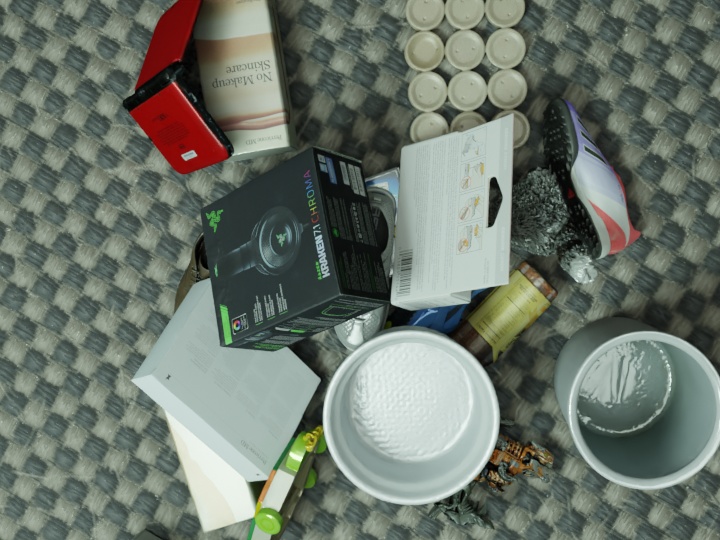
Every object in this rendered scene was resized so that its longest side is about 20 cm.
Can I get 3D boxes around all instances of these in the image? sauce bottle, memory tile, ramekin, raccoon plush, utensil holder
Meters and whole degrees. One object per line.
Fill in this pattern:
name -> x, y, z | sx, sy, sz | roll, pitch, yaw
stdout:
sauce bottle -> 0.156, 0.078, 1.232 | 0.066, 0.066, 0.200 | 44, 98, 1
memory tile -> 0.131, -0.248, 1.236 | 0.152, 0.017, 0.202 | -2, 94, 5
ramekin -> 0.058, 0.160, 1.160 | 0.199, 0.098, 0.202 | 0, 97, 2
raccoon plush -> 0.180, -0.045, 1.169 | 0.133, 0.200, 0.097 | -21, 118, 5
utensil holder -> 0.311, 0.143, 1.154 | 0.168, 0.200, 0.172 | 0, 94, 4

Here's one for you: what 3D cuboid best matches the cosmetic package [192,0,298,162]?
cosmetic package -> -0.143, -0.241, 1.223 | 0.102, 0.087, 0.202 | -10, 93, 4

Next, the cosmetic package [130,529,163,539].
cosmetic package -> -0.245, 0.462, 1.236 | 0.199, 0.166, 0.168 | 27, 95, 4

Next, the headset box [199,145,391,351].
headset box -> -0.083, -0.017, 1.130 | 0.199, 0.092, 0.176 | -23, 69, 35

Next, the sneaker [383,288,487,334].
sneaker -> 0.080, 0.070, 1.237 | 0.078, 0.066, 0.200 | 36, 104, -22

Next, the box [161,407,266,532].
box -> -0.183, 0.213, 1.252 | 0.077, 0.095, 0.202 | -18, 90, 7

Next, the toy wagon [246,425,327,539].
toy wagon -> -0.085, 0.255, 1.190 | 0.039, 0.155, 0.201 | 23, 126, 8

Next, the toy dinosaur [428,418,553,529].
toy dinosaur -> 0.136, 0.248, 1.244 | 0.198, 0.102, 0.137 | 4, 79, 22

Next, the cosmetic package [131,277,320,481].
cosmetic package -> -0.154, 0.131, 1.188 | 0.051, 0.151, 0.200 | -19, 123, 43

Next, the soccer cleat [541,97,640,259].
soccer cleat -> 0.280, -0.117, 1.215 | 0.073, 0.068, 0.202 | -18, 88, -18

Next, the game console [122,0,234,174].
game console -> -0.200, -0.222, 1.187 | 0.119, 0.200, 0.173 | -43, 107, -20

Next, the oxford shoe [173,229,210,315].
oxford shoe -> -0.196, 0.013, 1.246 | 0.072, 0.084, 0.202 | 17, 96, 2

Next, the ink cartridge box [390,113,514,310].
ink cartridge box -> 0.116, -0.063, 1.150 | 0.175, 0.045, 0.202 | -11, 69, 44

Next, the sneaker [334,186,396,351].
sneaker -> 0.000, 0.000, 1.194 | 0.074, 0.082, 0.202 | 5, 96, 3

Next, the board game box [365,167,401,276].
board game box -> -0.024, -0.037, 1.252 | 0.198, 0.035, 0.127 | -19, 93, 5
